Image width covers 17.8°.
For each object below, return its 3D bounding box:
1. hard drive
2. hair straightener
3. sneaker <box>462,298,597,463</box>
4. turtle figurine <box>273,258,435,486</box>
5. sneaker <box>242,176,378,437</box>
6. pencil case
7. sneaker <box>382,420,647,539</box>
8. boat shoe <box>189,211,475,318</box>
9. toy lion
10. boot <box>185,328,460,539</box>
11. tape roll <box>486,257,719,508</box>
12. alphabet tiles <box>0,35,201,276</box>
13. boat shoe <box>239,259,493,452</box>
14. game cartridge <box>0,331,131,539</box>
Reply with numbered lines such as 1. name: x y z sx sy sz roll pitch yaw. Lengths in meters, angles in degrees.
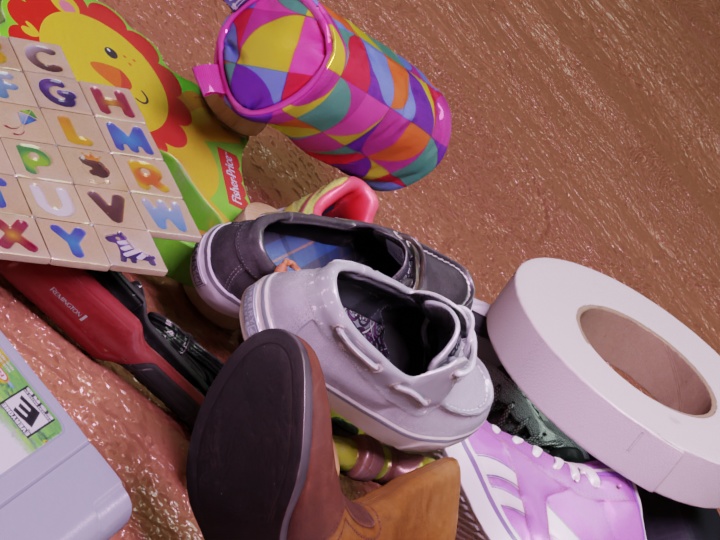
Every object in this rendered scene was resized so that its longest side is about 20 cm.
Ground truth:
1. hard drive: 0.214 0.179 1.517 0.200 0.042 0.135 51 20 -54
2. hair straightener: -0.110 0.029 1.230 0.200 0.041 0.077 40 25 -24
3. sneaker: 0.093 0.102 1.451 0.200 0.075 0.114 45 20 -20
4. turtle figurine: -0.033 0.110 1.213 0.161 0.064 0.201 39 50 -40
5. sneaker: -0.016 0.015 1.364 0.078 0.090 0.200 35 28 -36
6. pencil case: -0.017 -0.107 1.381 0.089 0.088 0.200 61 16 25
7. sneaker: 0.095 0.122 1.371 0.114 0.073 0.201 -36 96 -27
8. boat shoe: 0.000 0.000 1.288 0.200 0.066 0.070 13 65 -39
9. toy lion: -0.135 -0.080 1.340 0.191 0.069 0.200 25 33 -34
10. boot: 0.002 0.116 1.148 0.200 0.068 0.189 -7 95 -55
11. tape roll: 0.170 0.069 1.444 0.202 0.037 0.203 30 23 -14
12. alphabet tiles: -0.175 -0.067 1.211 0.166 0.006 0.200 7 36 -33
13. boat shoe: 0.022 0.044 1.192 0.201 0.071 0.070 25 53 -50
14. game cartridge: -0.195 0.060 1.034 0.200 0.040 0.133 50 26 0
